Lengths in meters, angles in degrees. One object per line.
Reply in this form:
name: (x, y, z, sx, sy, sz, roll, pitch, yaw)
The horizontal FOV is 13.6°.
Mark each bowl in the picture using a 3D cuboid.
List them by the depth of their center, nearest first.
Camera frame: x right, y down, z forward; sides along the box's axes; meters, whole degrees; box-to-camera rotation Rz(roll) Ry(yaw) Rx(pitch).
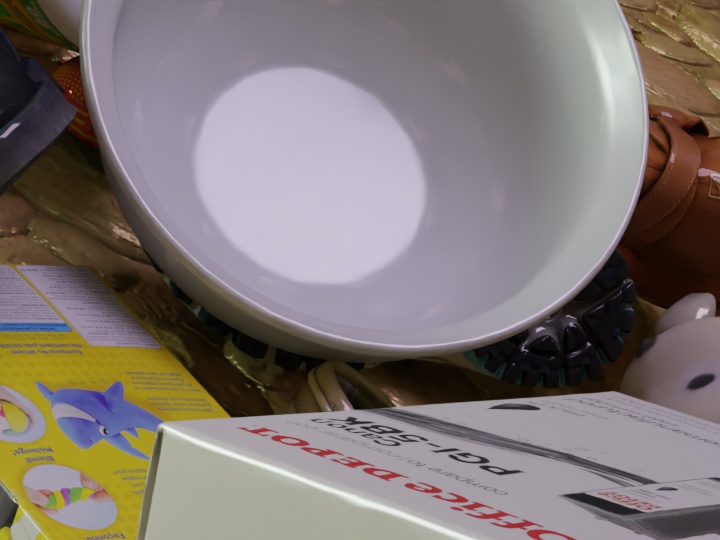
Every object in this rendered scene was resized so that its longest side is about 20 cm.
bowl: (-0.009, -0.048, 1.031, 0.200, 0.090, 0.202, 8, 63, -16)

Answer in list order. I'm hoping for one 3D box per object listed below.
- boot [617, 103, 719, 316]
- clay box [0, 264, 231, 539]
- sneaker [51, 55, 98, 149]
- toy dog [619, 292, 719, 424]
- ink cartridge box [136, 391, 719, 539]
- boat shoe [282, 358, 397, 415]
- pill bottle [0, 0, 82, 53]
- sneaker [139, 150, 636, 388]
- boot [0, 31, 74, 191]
boot: (0.108, -0.028, 1.222, 0.155, 0.077, 0.200, 14, 0, -26)
clay box: (-0.076, 0.073, 0.902, 0.115, 0.048, 0.200, 1, 36, -47)
sneaker: (-0.051, -0.083, 1.213, 0.073, 0.077, 0.200, 42, 30, 25)
toy dog: (0.169, 0.077, 1.109, 0.199, 0.139, 0.195, 9, 65, -42)
ink cartridge box: (0.056, 0.091, 0.802, 0.146, 0.083, 0.199, 16, 11, 40)
boat shoe: (0.054, 0.107, 0.966, 0.200, 0.063, 0.073, 35, 24, 12)
pill bottle: (-0.113, -0.144, 1.166, 0.111, 0.112, 0.200, 15, 3, -30)
sneaker: (0.000, 0.000, 1.137, 0.199, 0.078, 0.086, 15, 4, -25)
boot: (-0.180, -0.098, 0.912, 0.200, 0.066, 0.165, 46, 0, -11)
